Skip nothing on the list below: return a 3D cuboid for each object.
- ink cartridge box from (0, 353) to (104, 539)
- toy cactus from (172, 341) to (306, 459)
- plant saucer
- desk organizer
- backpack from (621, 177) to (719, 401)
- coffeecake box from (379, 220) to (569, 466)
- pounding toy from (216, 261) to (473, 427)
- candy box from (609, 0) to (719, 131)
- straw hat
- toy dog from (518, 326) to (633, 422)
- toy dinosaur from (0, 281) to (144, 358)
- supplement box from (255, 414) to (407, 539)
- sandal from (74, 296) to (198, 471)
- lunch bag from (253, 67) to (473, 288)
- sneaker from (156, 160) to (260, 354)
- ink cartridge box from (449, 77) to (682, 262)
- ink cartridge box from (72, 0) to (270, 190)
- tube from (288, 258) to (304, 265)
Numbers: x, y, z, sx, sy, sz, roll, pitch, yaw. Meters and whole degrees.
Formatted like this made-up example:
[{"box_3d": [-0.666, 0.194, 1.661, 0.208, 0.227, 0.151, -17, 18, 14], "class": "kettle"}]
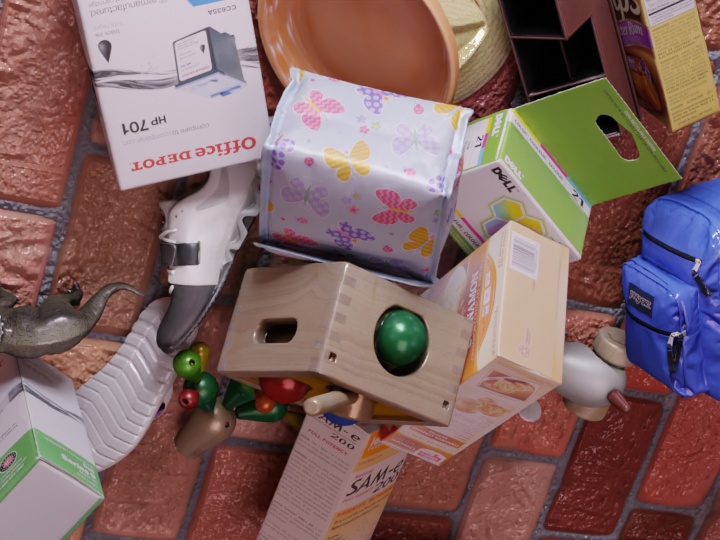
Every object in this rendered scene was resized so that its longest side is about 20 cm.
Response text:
[{"box_3d": [-0.324, 0.182, 1.499, 0.146, 0.200, 0.084, -46, 122, 10], "class": "ink cartridge box"}, {"box_3d": [-0.116, 0.131, 1.587, 0.165, 0.102, 0.200, -45, 151, 26], "class": "toy cactus"}, {"box_3d": [0.001, -0.204, 1.426, 0.037, 0.200, 0.200, -47, 132, -41], "class": "plant saucer"}, {"box_3d": [0.190, -0.206, 1.502, 0.077, 0.072, 0.200, -46, 129, -35], "class": "desk organizer"}, {"box_3d": [0.351, 0.017, 1.620, 0.168, 0.162, 0.200, -15, 116, -25], "class": "backpack"}, {"box_3d": [0.107, 0.072, 1.539, 0.073, 0.154, 0.200, 24, 141, -21], "class": "coffeecake box"}, {"box_3d": [-0.016, 0.082, 1.431, 0.184, 0.200, 0.143, 25, 73, -35], "class": "pounding toy"}, {"box_3d": [0.262, -0.240, 1.496, 0.056, 0.117, 0.200, -23, 120, -7], "class": "candy box"}, {"box_3d": [0.066, -0.213, 1.471, 0.201, 0.085, 0.201, -7, 118, -13], "class": "straw hat"}, {"box_3d": [0.202, 0.110, 1.674, 0.199, 0.096, 0.132, -7, 118, -13], "class": "toy dog"}, {"box_3d": [-0.298, 0.052, 1.494, 0.199, 0.102, 0.077, 2, 117, -16], "class": "toy dinosaur"}, {"box_3d": [-0.023, 0.216, 1.642, 0.126, 0.073, 0.200, -17, 133, -58], "class": "supplement box"}, {"box_3d": [-0.218, 0.117, 1.579, 0.203, 0.082, 0.050, -51, 162, 11], "class": "sandal"}, {"box_3d": [-0.001, -0.059, 1.427, 0.169, 0.127, 0.200, 15, 147, 2], "class": "lunch bag"}, {"box_3d": [-0.157, -0.023, 1.508, 0.088, 0.074, 0.200, 26, 86, -12], "class": "sneaker"}, {"box_3d": [0.174, -0.081, 1.521, 0.200, 0.076, 0.148, -17, 129, 37], "class": "ink cartridge box"}, {"box_3d": [-0.164, -0.187, 1.419, 0.146, 0.086, 0.200, -14, 118, -9], "class": "ink cartridge box"}, {"box_3d": [-0.042, -0.035, 1.556, 0.052, 0.058, 0.200, -19, 122, -26], "class": "tube"}]
